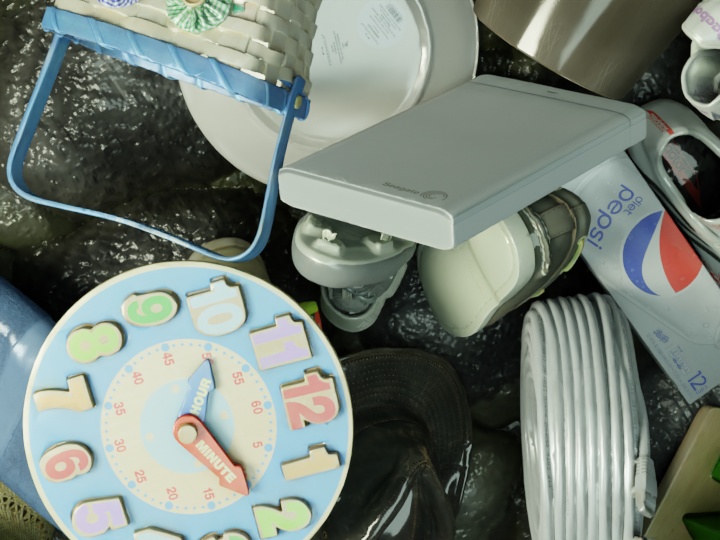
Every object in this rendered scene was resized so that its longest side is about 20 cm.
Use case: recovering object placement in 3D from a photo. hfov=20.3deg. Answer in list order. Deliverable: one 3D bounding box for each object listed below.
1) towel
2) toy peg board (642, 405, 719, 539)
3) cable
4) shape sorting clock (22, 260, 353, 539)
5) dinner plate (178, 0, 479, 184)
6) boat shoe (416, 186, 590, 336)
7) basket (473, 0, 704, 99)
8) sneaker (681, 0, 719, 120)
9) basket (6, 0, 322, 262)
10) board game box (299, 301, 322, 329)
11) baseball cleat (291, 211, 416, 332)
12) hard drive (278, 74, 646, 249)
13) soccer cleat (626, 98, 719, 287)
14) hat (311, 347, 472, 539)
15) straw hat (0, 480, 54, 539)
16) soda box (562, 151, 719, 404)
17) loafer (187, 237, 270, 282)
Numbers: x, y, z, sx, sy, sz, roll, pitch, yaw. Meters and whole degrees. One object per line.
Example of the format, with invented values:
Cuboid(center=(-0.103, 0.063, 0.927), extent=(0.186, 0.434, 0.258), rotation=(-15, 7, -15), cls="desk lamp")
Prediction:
Cuboid(center=(-0.205, 0.085, 1.284), extent=(0.200, 0.048, 0.112), rotation=(39, 118, 16), cls="towel")
Cuboid(center=(0.289, 0.230, 1.384), extent=(0.199, 0.098, 0.200), rotation=(30, 85, -14), cls="toy peg board")
Cuboid(center=(0.142, 0.116, 1.308), extent=(0.069, 0.201, 0.200), rotation=(-3, 151, 0), cls="cable")
Cuboid(center=(-0.103, 0.094, 1.202), extent=(0.199, 0.039, 0.201), rotation=(0, 96, -2), cls="shape sorting clock")
Cuboid(center=(-0.020, -0.143, 1.304), extent=(0.199, 0.024, 0.201), rotation=(-2, 107, -7), cls="dinner plate")
Cuboid(center=(0.088, -0.007, 1.277), extent=(0.060, 0.202, 0.072), rotation=(-22, 85, -18), cls="boat shoe")
Cuboid(center=(0.166, -0.221, 1.247), extent=(0.180, 0.136, 0.200), rotation=(33, 106, 6), cls="basket")
Cuboid(center=(0.248, -0.124, 1.279), extent=(0.099, 0.075, 0.200), rotation=(-37, 144, -4), cls="sneaker")
Cuboid(center=(-0.116, -0.120, 1.224), extent=(0.176, 0.139, 0.201), rotation=(16, 95, 17), cls="basket")
Cuboid(center=(-0.111, 0.085, 1.288), extent=(0.199, 0.048, 0.102), rotation=(-9, 99, 30), cls="board game box")
Cuboid(center=(0.000, 0.000, 1.258), extent=(0.070, 0.200, 0.107), rotation=(23, 111, 13), cls="baseball cleat")
Cuboid(center=(0.065, -0.071, 1.224), extent=(0.200, 0.132, 0.027), rotation=(-29, 125, -43), cls="hard drive")
Cuboid(center=(0.248, -0.031, 1.334), extent=(0.069, 0.085, 0.200), rotation=(-40, 106, 6), cls="soccer cleat")
Cuboid(center=(0.014, 0.154, 1.335), extent=(0.200, 0.081, 0.201), rotation=(-13, 118, -25), cls="hat")
Cuboid(center=(-0.250, 0.173, 1.330), extent=(0.201, 0.201, 0.085), rotation=(38, 59, -15), cls="straw hat")
Cuboid(center=(0.185, -0.011, 1.343), extent=(0.063, 0.068, 0.200), rotation=(-36, 106, 4), cls="soda box")
Cuboid(center=(-0.072, 0.080, 1.339), extent=(0.075, 0.068, 0.201), rotation=(-18, 107, -1), cls="loafer")
